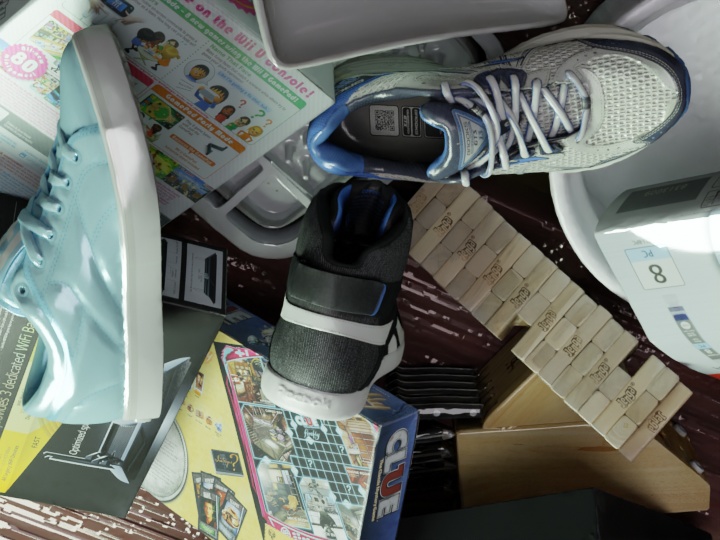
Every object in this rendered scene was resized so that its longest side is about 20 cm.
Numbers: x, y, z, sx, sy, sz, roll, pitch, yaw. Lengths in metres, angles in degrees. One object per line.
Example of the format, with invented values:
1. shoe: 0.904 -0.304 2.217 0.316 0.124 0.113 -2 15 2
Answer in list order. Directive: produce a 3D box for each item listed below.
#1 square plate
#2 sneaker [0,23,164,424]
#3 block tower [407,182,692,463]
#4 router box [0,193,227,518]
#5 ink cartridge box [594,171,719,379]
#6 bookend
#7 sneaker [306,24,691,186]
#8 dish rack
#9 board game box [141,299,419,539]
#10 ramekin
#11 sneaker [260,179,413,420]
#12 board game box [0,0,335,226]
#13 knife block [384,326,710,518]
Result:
1. square plate: 0.005 -0.206 0.733 0.198 0.028 0.201 -16 92 -38
2. sneaker: -0.137 -0.013 0.695 0.082 0.074 0.201 -7 111 -16
3. block tower: 0.097 0.021 0.847 0.200 0.054 0.058 42 91 12
4. router box: -0.178 0.052 0.824 0.157 0.052 0.200 14 134 -18
5. ink cartridge box: 0.231 0.038 0.756 0.160 0.047 0.200 -10 117 45
6. bookend: 0.095 0.206 0.910 0.200 0.092 0.199 -14 157 28
7. sneaker: 0.065 -0.072 0.744 0.199 0.085 0.077 -6 108 17
8. dish rack: -0.038 -0.113 0.821 0.200 0.044 0.172 -37 116 25
9. board game box: -0.058 0.103 0.866 0.035 0.200 0.136 -14 122 -44
10. ramekin: 0.200 -0.079 0.831 0.200 0.098 0.201 0 112 0
11. sneaker: 0.000 0.000 0.810 0.073 0.200 0.112 16 105 0
12. board game box: -0.134 -0.093 0.754 0.200 0.064 0.147 -31 132 28
13. knife block: 0.092 0.125 0.931 0.200 0.064 0.176 38 108 -15
